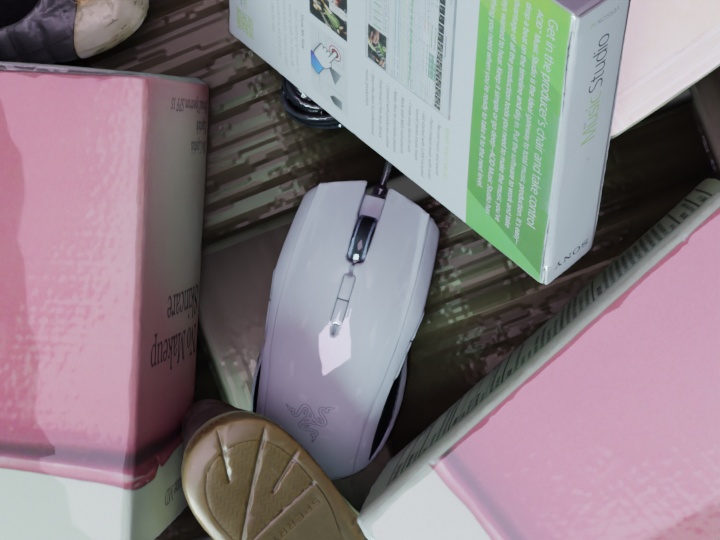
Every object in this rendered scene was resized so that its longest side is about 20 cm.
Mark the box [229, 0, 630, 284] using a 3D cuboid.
[{"bbox_3d":[0.018,-0.103,0.714,0.036,0.145,0.200,-33,58,-25],"label":"box"}]

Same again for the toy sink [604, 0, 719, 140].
[{"bbox_3d":[0.090,-0.165,0.746,0.112,0.130,0.201,-35,88,8],"label":"toy sink"}]

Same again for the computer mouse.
[{"bbox_3d":[0.000,0.000,0.810,0.109,0.044,0.201,14,95,5],"label":"computer mouse"}]

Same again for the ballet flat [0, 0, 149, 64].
[{"bbox_3d":[-0.193,-0.136,0.812,0.199,0.057,0.067,12,69,5],"label":"ballet flat"}]

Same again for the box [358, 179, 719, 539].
[{"bbox_3d":[0.111,0.068,0.752,0.200,0.128,0.109,-43,89,8],"label":"box"}]

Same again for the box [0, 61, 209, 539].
[{"bbox_3d":[-0.132,0.013,0.784,0.108,0.128,0.202,3,95,6],"label":"box"}]

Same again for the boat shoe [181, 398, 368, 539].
[{"bbox_3d":[-0.017,0.138,0.812,0.072,0.072,0.200,-40,110,-7],"label":"boat shoe"}]
